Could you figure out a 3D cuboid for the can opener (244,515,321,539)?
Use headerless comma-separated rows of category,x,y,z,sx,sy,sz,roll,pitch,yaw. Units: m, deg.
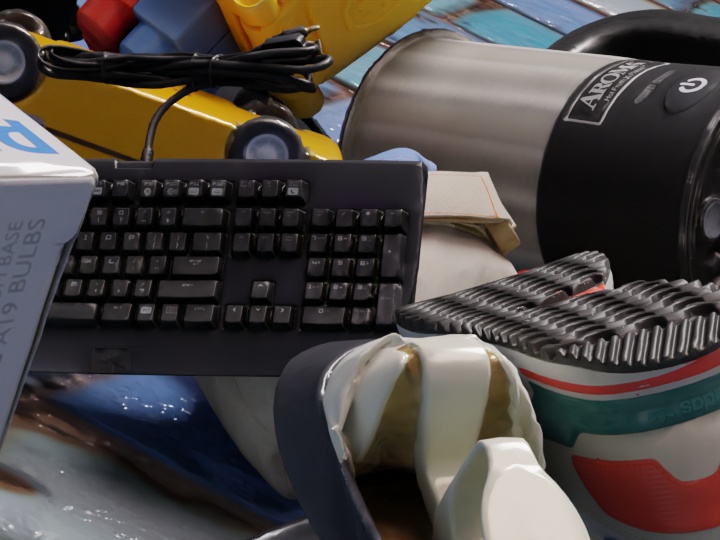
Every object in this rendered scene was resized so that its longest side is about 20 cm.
can opener,0.011,0.088,0.779,0.199,0.079,0.063,-15,27,-39

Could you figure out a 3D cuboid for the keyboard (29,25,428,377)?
keyboard,-0.075,-0.026,0.818,0.199,0.128,0.021,1,-24,14

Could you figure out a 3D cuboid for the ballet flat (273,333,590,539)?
ballet flat,0.027,0.059,0.604,0.073,0.073,0.200,13,29,-24

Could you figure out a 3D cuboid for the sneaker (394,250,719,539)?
sneaker,0.064,0.051,0.711,0.070,0.094,0.200,-16,7,-12

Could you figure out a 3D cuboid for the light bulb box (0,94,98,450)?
light bulb box,-0.186,0.018,0.547,0.125,0.199,0.200,-4,33,-47

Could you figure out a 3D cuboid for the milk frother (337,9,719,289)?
milk frother,0.120,-0.003,1.046,0.188,0.201,0.180,12,24,43

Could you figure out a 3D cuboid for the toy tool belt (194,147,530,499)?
toy tool belt,0.000,0.000,0.904,0.123,0.125,0.200,43,26,27

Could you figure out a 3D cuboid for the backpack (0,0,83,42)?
backpack,-0.226,-0.180,1.094,0.199,0.148,0.183,23,17,12

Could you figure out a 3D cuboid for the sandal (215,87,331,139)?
sandal,-0.035,-0.047,1.101,0.076,0.043,0.200,17,20,-15

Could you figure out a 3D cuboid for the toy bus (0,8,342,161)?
toy bus,-0.109,-0.049,0.969,0.199,0.079,0.065,20,9,-7

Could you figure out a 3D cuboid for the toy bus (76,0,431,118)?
toy bus,-0.067,-0.157,1.056,0.200,0.192,0.136,41,-8,25
